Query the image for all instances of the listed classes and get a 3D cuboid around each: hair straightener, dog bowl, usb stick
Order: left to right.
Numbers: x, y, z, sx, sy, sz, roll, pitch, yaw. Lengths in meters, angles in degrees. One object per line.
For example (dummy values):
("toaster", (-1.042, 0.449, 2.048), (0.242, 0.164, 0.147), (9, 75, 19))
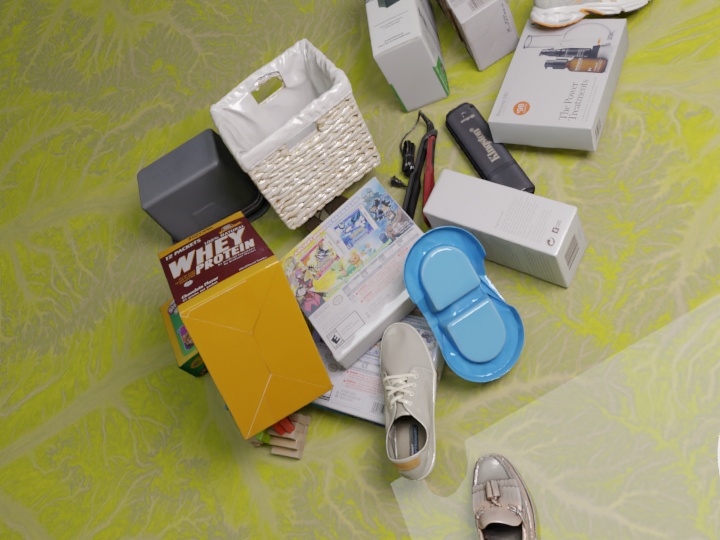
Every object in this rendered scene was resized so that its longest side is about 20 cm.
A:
("hair straightener", (0.076, -0.155, 1.116), (0.075, 0.041, 0.205), (-6, 65, 24))
("dog bowl", (0.127, 0.042, 0.934), (0.110, 0.050, 0.203), (-31, 94, -4))
("usb stick", (0.186, -0.169, 1.073), (0.055, 0.033, 0.203), (-33, 56, 8))

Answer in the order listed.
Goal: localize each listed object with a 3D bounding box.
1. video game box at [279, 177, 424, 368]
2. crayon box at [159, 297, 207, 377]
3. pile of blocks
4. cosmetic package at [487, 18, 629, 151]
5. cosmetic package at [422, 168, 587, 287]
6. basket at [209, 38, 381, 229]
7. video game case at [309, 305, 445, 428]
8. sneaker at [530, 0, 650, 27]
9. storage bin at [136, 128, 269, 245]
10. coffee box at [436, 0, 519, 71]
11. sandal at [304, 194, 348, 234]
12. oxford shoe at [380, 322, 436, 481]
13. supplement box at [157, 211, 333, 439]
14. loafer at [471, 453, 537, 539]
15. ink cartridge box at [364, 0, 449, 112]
("video game box", (0.000, 0.000, 1.017), (0.199, 0.047, 0.183), (-40, 62, 1))
("crayon box", (-0.211, 0.057, 1.151), (0.198, 0.058, 0.120), (-36, 56, 8))
("pile of blocks", (-0.158, 0.197, 1.056), (0.198, 0.062, 0.083), (31, 83, 35))
("cosmetic package", (0.283, -0.269, 1.045), (0.148, 0.052, 0.204), (9, 63, 32))
("cosmetic package", (0.192, -0.058, 0.977), (0.197, 0.102, 0.072), (22, 76, 32))
("basket", (-0.096, -0.208, 1.121), (0.196, 0.162, 0.201), (-36, 39, 0))
("video game case", (0.021, 0.114, 1.015), (0.196, 0.045, 0.186), (10, 73, 30))
("sneaker", (0.337, -0.414, 1.045), (0.195, 0.094, 0.076), (-15, 34, -6))
("storage bin", (-0.269, -0.129, 1.223), (0.197, 0.134, 0.148), (-28, 57, 13))
("coffee box", (0.167, -0.433, 1.159), (0.079, 0.113, 0.203), (-28, 57, 11))
("sandal", (-0.004, -0.053, 1.103), (0.196, 0.055, 0.083), (23, 68, 25))
("oxford shoe", (0.057, 0.156, 0.918), (0.073, 0.058, 0.205), (-16, 60, 21))
("supplement box", (-0.155, 0.064, 0.968), (0.130, 0.201, 0.200), (-27, 29, -11))
("loafer", (0.167, 0.306, 0.840), (0.070, 0.063, 0.205), (-17, 60, 17))
("ink cartridge box", (0.070, -0.383, 1.165), (0.081, 0.147, 0.205), (-17, 59, 19))
